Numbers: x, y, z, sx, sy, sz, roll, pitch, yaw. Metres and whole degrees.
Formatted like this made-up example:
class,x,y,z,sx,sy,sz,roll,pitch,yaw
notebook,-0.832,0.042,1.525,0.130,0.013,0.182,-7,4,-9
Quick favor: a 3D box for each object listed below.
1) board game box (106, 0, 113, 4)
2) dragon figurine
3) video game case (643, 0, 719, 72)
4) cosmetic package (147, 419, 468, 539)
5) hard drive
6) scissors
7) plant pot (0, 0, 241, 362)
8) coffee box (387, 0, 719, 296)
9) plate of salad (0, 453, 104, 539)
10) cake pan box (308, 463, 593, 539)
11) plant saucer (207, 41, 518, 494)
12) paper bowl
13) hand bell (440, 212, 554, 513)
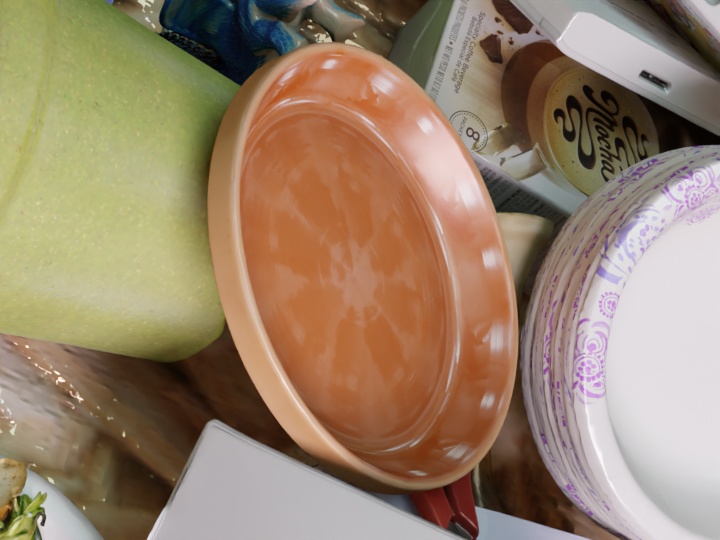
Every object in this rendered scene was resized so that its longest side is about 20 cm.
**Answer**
class,x,y,z,sx,sy,sz,roll,pitch,yaw
board game box,-0.186,-0.189,1.179,0.200,0.039,0.159,37,56,-25
dragon figurine,-0.055,-0.122,1.155,0.099,0.200,0.059,41,62,11
video game case,0.174,-0.135,1.302,0.023,0.200,0.182,-39,69,3
cosmetic package,0.004,0.155,1.026,0.199,0.090,0.107,25,75,11
hard drive,0.108,-0.146,1.292,0.132,0.027,0.200,23,20,-36
scissors,0.038,0.121,1.096,0.073,0.014,0.201,12,52,-29
plant pot,-0.140,-0.047,1.084,0.184,0.200,0.201,21,56,-34
coffee box,0.105,-0.053,1.293,0.199,0.080,0.113,30,53,-16
plate of salad,-0.174,0.160,1.033,0.199,0.048,0.201,15,60,-26
cake pan box,0.036,0.198,1.121,0.199,0.052,0.185,19,68,-21
plant saucer,0.000,0.000,1.088,0.200,0.032,0.201,24,58,-46
paper bowl,0.171,0.040,1.196,0.200,0.104,0.202,-2,94,-22
hand bell,0.052,0.080,1.204,0.104,0.104,0.201,2,77,-31
